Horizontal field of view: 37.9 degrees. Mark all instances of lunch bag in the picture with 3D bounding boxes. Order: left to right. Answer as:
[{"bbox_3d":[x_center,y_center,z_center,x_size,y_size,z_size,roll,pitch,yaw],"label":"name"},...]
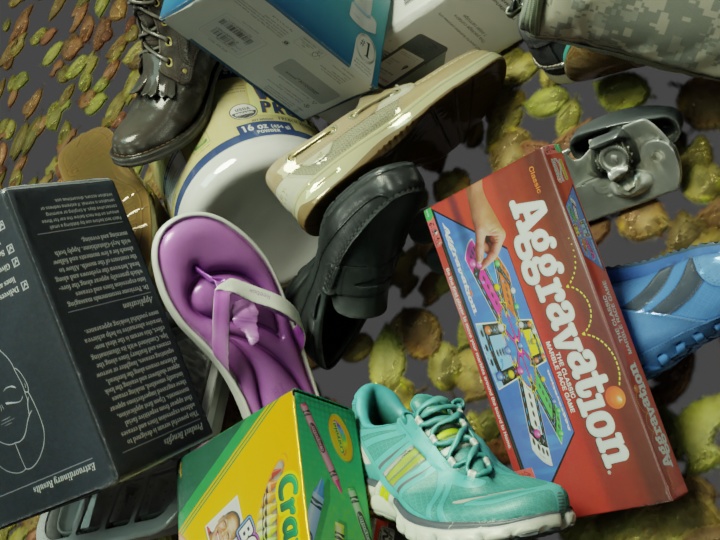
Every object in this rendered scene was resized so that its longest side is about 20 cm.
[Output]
[{"bbox_3d":[0.196,-0.193,0.590,0.199,0.139,0.169,16,107,9],"label":"lunch bag"}]

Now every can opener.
[{"bbox_3d":[0.126,-0.055,0.712,0.199,0.053,0.067,-20,22,38],"label":"can opener"}]

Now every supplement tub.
[{"bbox_3d":[-0.103,-0.093,0.885,0.144,0.144,0.200,-47,43,16],"label":"supplement tub"}]

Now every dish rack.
[{"bbox_3d":[-0.164,0.125,0.820,0.171,0.043,0.201,-20,47,35],"label":"dish rack"}]

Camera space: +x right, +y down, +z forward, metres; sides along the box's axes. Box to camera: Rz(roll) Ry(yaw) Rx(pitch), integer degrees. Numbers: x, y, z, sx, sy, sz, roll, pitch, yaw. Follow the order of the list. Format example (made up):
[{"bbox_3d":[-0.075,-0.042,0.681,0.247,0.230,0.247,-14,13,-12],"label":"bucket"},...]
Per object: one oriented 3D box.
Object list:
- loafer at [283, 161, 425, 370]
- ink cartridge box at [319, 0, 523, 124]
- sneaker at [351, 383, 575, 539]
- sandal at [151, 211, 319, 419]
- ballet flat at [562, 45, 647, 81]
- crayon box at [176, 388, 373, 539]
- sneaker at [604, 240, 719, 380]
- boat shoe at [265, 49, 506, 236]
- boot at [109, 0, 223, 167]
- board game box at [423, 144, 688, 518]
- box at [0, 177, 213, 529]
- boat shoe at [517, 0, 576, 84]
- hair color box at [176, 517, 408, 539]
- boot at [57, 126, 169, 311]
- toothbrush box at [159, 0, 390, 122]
[{"bbox_3d":[0.000,0.000,0.753,0.071,0.068,0.201,60,143,23],"label":"loafer"},{"bbox_3d":[0.038,-0.222,0.859,0.199,0.084,0.146,-27,50,33],"label":"ink cartridge box"},{"bbox_3d":[0.046,0.116,0.631,0.200,0.077,0.080,8,98,56],"label":"sneaker"},{"bbox_3d":[-0.074,0.046,0.753,0.082,0.203,0.050,-37,21,-23],"label":"sandal"},{"bbox_3d":[0.220,-0.186,0.678,0.200,0.068,0.072,-46,62,12],"label":"ballet flat"},{"bbox_3d":[-0.050,0.189,0.636,0.119,0.058,0.201,-34,50,32],"label":"crayon box"},{"bbox_3d":[0.174,0.031,0.597,0.199,0.066,0.079,-15,71,40],"label":"sneaker"},{"bbox_3d":[0.021,-0.108,0.774,0.200,0.072,0.065,-38,63,-10],"label":"boat shoe"},{"bbox_3d":[-0.161,-0.198,0.779,0.069,0.174,0.201,10,58,33],"label":"boot"},{"bbox_3d":[0.106,0.041,0.601,0.103,0.019,0.201,-27,79,47],"label":"board game box"},{"bbox_3d":[-0.218,0.058,0.725,0.148,0.107,0.201,-24,86,29],"label":"box"},{"bbox_3d":[0.164,-0.236,0.753,0.072,0.063,0.201,8,73,48],"label":"boat shoe"},{"bbox_3d":[-0.052,0.220,0.715,0.199,0.061,0.102,-10,60,42],"label":"hair color box"},{"bbox_3d":[-0.180,-0.010,0.874,0.073,0.156,0.200,-30,45,-3],"label":"boot"},{"bbox_3d":[-0.050,-0.239,0.780,0.085,0.146,0.201,-15,57,40],"label":"toothbrush box"}]
